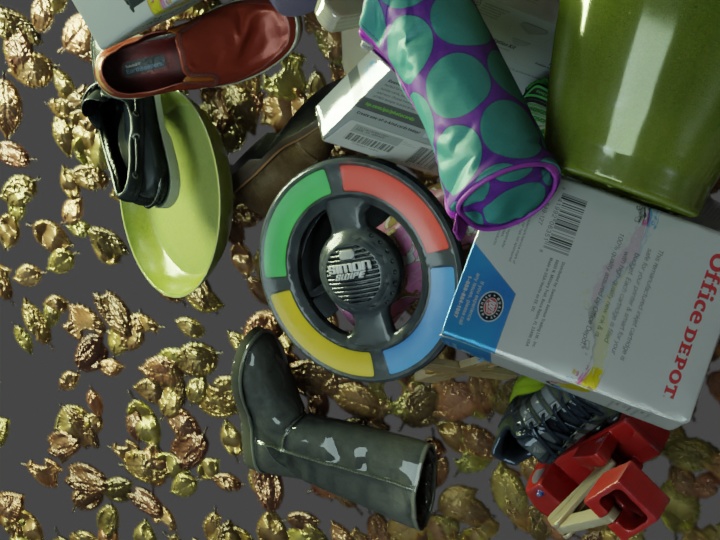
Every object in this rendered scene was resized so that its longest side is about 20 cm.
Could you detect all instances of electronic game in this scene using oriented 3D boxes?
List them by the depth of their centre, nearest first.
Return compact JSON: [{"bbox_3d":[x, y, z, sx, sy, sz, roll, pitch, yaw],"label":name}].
[{"bbox_3d":[0.000,0.000,1.584,0.199,0.042,0.202,8,108,26],"label":"electronic game"}]

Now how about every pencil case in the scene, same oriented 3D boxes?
[{"bbox_3d":[0.070,-0.128,1.354,0.092,0.085,0.201,-28,63,7],"label":"pencil case"},{"bbox_3d":[0.061,-0.020,1.618,0.199,0.083,0.087,-34,89,30],"label":"pencil case"}]

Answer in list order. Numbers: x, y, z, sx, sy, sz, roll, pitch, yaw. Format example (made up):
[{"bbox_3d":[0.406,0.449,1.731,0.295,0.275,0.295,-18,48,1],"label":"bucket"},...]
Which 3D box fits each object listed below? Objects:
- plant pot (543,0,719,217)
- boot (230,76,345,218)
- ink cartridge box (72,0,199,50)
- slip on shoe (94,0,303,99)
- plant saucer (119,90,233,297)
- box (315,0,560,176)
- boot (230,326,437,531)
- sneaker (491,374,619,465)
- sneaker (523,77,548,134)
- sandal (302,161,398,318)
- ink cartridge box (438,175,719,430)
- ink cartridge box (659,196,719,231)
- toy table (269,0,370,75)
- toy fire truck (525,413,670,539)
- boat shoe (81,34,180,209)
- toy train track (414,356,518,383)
[{"bbox_3d":[0.223,-0.149,1.360,0.199,0.200,0.194,20,92,23],"label":"plant pot"},{"bbox_3d":[-0.043,-0.109,1.674,0.075,0.074,0.200,44,135,-10],"label":"boot"},{"bbox_3d":[-0.145,-0.287,1.603,0.199,0.146,0.083,-26,97,37],"label":"ink cartridge box"},{"bbox_3d":[-0.148,-0.198,1.661,0.198,0.061,0.075,-13,100,5],"label":"slip on shoe"},{"bbox_3d":[-0.172,-0.076,1.740,0.200,0.031,0.202,15,108,55],"label":"plant saucer"},{"bbox_3d":[0.082,-0.161,1.518,0.200,0.155,0.041,-41,49,38],"label":"box"},{"bbox_3d":[-0.023,0.153,1.763,0.199,0.073,0.183,18,132,32],"label":"boot"},{"bbox_3d":[0.178,0.126,1.579,0.074,0.081,0.200,36,155,-7],"label":"sneaker"},{"bbox_3d":[0.222,-0.124,1.477,0.198,0.078,0.086,2,79,8],"label":"sneaker"},{"bbox_3d":[-0.027,-0.025,1.706,0.076,0.043,0.201,40,125,11],"label":"sandal"},{"bbox_3d":[0.180,0.022,1.424,0.199,0.145,0.148,21,86,6],"label":"ink cartridge box"},{"bbox_3d":[0.223,0.004,1.566,0.199,0.041,0.201,30,123,18],"label":"ink cartridge box"},{"bbox_3d":[0.011,-0.254,1.517,0.117,0.183,0.200,54,146,20],"label":"toy table"},{"bbox_3d":[0.201,0.185,1.572,0.049,0.141,0.200,43,141,-7],"label":"toy fire truck"},{"bbox_3d":[-0.230,-0.150,1.727,0.074,0.066,0.201,-31,70,51],"label":"boat shoe"},{"bbox_3d":[0.115,0.067,1.617,0.200,0.114,0.033,-20,66,53],"label":"toy train track"}]
